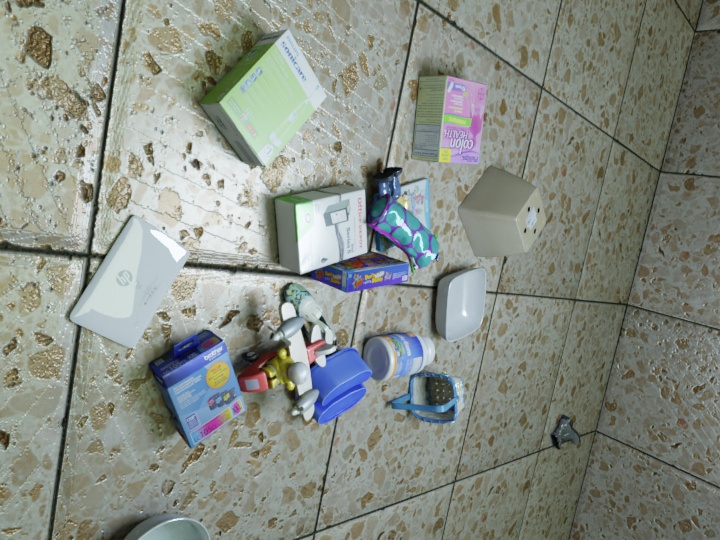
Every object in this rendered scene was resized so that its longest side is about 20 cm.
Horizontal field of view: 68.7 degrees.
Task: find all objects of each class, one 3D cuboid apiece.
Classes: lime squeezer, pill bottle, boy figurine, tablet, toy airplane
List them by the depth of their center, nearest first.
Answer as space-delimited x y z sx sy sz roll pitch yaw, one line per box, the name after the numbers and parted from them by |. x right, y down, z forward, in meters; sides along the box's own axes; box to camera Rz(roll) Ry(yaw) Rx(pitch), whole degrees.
-0.398 0.022 0.923 0.130 0.013 0.204 39 74 -43 | tablet
-0.134 0.196 1.103 0.198 0.140 0.203 34 83 -29 | toy airplane
0.079 -0.142 1.285 0.123 0.063 0.206 -32 120 -37 | boy figurine
0.150 -0.065 1.381 0.038 0.070 0.201 -51 173 -29 | lime squeezer
0.110 0.225 1.413 0.196 0.110 0.116 -2 104 -44 | pill bottle

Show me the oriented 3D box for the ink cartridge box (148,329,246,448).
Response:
-0.315 0.213 1.019 0.135 0.075 0.206 -31 120 -34 | ink cartridge box

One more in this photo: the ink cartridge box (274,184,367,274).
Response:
-0.081 -0.095 1.149 0.196 0.083 0.151 -19 115 -39 | ink cartridge box

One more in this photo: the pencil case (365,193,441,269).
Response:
0.100 -0.086 1.229 0.199 0.084 0.094 39 64 -30 | pencil case

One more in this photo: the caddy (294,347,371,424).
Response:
-0.066 0.267 1.262 0.196 0.105 0.144 -21 140 -39 | caddy

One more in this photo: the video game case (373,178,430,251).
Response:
0.112 -0.147 1.370 0.197 0.018 0.148 -23 117 -38 | video game case

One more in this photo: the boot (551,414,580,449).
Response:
0.939 0.773 2.434 0.132 0.069 0.202 -47 119 -20 | boot

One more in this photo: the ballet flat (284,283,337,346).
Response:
-0.104 0.111 1.200 0.074 0.073 0.203 -46 130 -23 | ballet flat

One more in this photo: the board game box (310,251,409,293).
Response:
0.000 0.000 1.222 0.196 0.132 0.046 -9 109 -42 | board game box

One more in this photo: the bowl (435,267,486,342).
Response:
0.293 0.095 1.582 0.196 0.073 0.207 -15 111 -41 | bowl

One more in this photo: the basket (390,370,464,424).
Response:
0.201 0.367 1.511 0.198 0.172 0.145 -12 97 -55 | basket

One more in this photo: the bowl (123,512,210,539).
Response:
-0.400 0.556 1.024 0.197 0.089 0.208 -16 114 -40 | bowl

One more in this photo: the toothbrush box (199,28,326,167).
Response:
-0.177 -0.320 0.987 0.202 0.085 0.147 -53 132 -18 | toothbrush box

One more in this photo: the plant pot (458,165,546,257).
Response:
0.438 -0.162 1.576 0.201 0.174 0.202 -49 131 -21 | plant pot

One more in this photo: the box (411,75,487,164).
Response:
0.231 -0.384 1.362 0.172 0.095 0.207 -7 108 -43 | box
